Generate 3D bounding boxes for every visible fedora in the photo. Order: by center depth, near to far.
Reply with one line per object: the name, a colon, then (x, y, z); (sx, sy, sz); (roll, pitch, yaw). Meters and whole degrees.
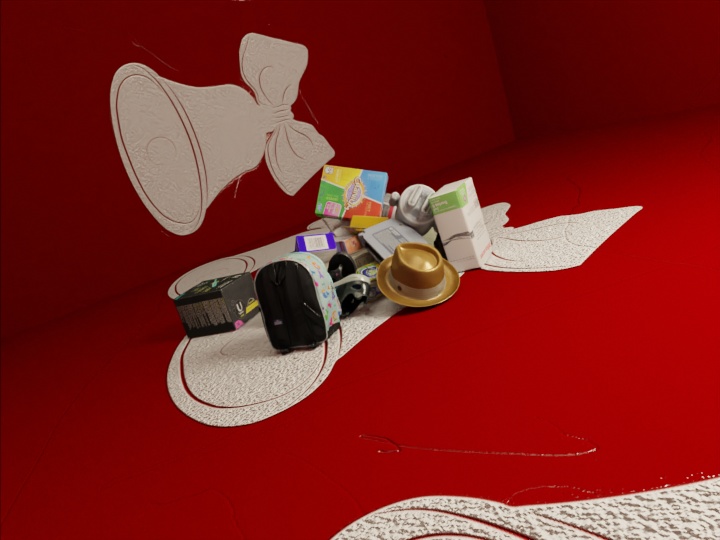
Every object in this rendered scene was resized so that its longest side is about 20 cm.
fedora: (0.128, -0.006, 1.208); (0.196, 0.083, 0.203); (-3, 39, 3)

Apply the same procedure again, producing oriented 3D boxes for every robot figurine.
robot figurine: (0.153, -0.158, 1.456); (0.114, 0.168, 0.200); (-56, -5, -14)

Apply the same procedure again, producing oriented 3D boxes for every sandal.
sandal: (-0.066, 0.035, 1.353); (0.202, 0.074, 0.048); (-61, 0, 43)

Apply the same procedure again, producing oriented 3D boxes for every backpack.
backpack: (-0.142, 0.061, 1.209); (0.174, 0.204, 0.151); (-13, 14, 25)

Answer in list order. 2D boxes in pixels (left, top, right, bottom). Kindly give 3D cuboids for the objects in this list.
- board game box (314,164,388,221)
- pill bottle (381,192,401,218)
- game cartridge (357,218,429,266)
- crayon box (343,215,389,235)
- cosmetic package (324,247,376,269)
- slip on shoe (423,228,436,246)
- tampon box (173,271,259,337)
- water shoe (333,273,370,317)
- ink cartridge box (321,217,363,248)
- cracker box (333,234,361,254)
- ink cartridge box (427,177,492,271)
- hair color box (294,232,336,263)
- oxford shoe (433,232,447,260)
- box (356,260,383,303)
board game box: (-0.026, -0.226, 1.603); (0.196, 0.157, 0.040); (8, -8, 10)
pill bottle: (0.030, -0.197, 1.668); (0.196, 0.113, 0.111); (17, 23, 12)
game cartridge: (0.097, -0.059, 1.365); (0.131, 0.042, 0.200); (-19, 43, -23)
crayon box: (0.054, -0.108, 1.554); (0.124, 0.053, 0.199); (8, -14, 33)
cosmetic package: (0.000, 0.000, 1.472); (0.196, 0.105, 0.087); (-20, 11, -12)
slip on shoe: (0.210, -0.091, 1.648); (0.200, 0.074, 0.061); (-42, -5, -48)
tampon box: (-0.422, 0.102, 1.594); (0.197, 0.129, 0.150); (-10, 16, 28)
water shoe: (-0.057, 0.077, 1.301); (0.199, 0.071, 0.080); (-33, 41, 37)
ink cartridge box: (-0.035, -0.102, 1.689); (0.067, 0.201, 0.117); (-38, 15, -2)
cracker box: (-0.064, -0.031, 1.610); (0.057, 0.137, 0.198); (-25, 15, -32)
ink cartridge box: (0.258, -0.116, 1.361); (0.083, 0.204, 0.145); (-13, 14, 30)
hair color box: (-0.136, -0.021, 1.536); (0.107, 0.066, 0.202); (-6, -34, -16)
oxford shoe: (0.259, -0.093, 1.525); (0.071, 0.086, 0.200); (-13, 13, 27)
box: (0.082, 0.005, 1.376); (0.197, 0.071, 0.064); (-25, 39, -23)
